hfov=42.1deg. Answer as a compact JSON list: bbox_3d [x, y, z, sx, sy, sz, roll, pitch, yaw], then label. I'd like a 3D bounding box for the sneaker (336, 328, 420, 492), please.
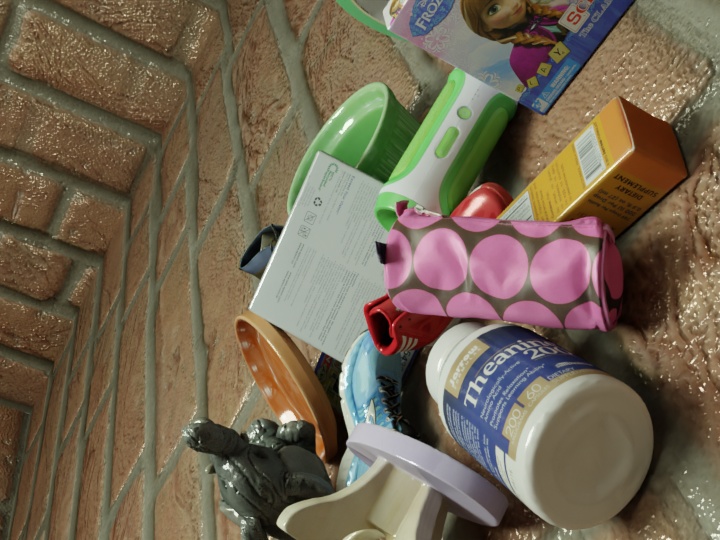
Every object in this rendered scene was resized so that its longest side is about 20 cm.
[{"bbox_3d":[0.031,0.157,0.960,0.089,0.077,0.205,-15,69,47],"label":"sneaker"}]

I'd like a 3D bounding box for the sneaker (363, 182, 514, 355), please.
[{"bbox_3d":[0.074,0.012,0.902,0.078,0.115,0.203,39,124,23],"label":"sneaker"}]

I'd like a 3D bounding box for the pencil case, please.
[{"bbox_3d":[0.114,-0.005,0.761,0.196,0.090,0.096,5,95,25],"label":"pencil case"}]

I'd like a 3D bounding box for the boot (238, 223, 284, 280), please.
[{"bbox_3d":[-0.098,-0.032,1.349,0.200,0.095,0.076,-46,32,42],"label":"boot"}]

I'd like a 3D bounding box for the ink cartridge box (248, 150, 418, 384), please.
[{"bbox_3d":[0.000,0.000,1.044,0.200,0.197,0.043,-64,-7,8],"label":"ink cartridge box"}]

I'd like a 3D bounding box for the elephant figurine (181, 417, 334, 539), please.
[{"bbox_3d":[-0.098,0.225,0.956,0.200,0.151,0.145,72,-155,-85],"label":"elephant figurine"}]

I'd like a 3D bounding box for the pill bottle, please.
[{"bbox_3d":[0.127,0.107,0.733,0.113,0.109,0.200,-66,24,4],"label":"pill bottle"}]

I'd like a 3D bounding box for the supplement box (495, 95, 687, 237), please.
[{"bbox_3d":[0.181,-0.051,0.803,0.200,0.065,0.070,-47,34,41],"label":"supplement box"}]

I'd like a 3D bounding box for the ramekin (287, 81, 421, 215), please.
[{"bbox_3d":[0.004,-0.122,1.165,0.200,0.097,0.202,-43,27,28],"label":"ramekin"}]

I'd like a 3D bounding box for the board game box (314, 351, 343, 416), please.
[{"bbox_3d":[0.007,0.067,1.128,0.134,0.029,0.204,26,94,66],"label":"board game box"}]

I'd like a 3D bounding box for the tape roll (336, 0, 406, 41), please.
[{"bbox_3d":[0.058,-0.347,1.143,0.199,0.197,0.049,-3,67,64],"label":"tape roll"}]

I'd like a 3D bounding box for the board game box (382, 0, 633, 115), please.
[{"bbox_3d":[0.154,-0.272,0.877,0.201,0.196,0.042,-54,28,31],"label":"board game box"}]

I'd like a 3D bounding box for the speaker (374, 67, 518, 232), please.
[{"bbox_3d":[0.093,-0.125,0.981,0.202,0.088,0.088,-59,21,-17],"label":"speaker"}]

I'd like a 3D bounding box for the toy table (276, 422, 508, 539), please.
[{"bbox_3d":[0.029,0.215,0.801,0.118,0.182,0.200,-57,9,-15],"label":"toy table"}]

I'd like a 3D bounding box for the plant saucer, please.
[{"bbox_3d":[-0.085,0.136,1.116,0.032,0.204,0.199,-30,14,-20],"label":"plant saucer"}]
